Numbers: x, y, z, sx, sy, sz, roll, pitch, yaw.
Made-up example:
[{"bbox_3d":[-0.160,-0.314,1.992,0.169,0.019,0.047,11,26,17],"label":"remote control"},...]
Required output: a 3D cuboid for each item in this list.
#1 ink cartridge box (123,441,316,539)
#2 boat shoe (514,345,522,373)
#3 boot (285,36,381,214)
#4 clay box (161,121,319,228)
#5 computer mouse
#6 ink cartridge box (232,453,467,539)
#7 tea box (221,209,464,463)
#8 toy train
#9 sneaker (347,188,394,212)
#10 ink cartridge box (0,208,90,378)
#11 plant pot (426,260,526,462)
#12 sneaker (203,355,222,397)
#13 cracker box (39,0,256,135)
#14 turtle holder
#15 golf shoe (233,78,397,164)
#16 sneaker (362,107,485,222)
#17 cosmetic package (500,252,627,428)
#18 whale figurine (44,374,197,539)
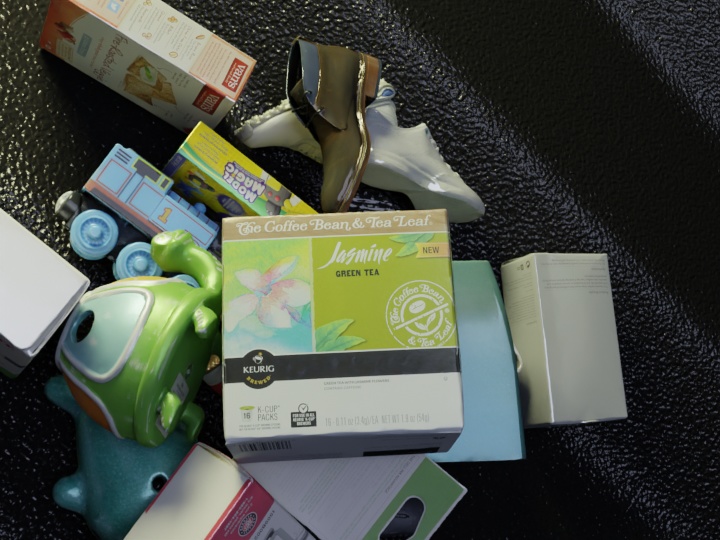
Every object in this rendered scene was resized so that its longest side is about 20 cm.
[{"bbox_3d":[-0.123,0.274,0.934,0.147,0.082,0.200,-54,141,-18],"label":"ink cartridge box"},{"bbox_3d":[0.112,0.047,1.159,0.072,0.066,0.201,-38,96,-25],"label":"boat shoe"},{"bbox_3d":[-0.042,-0.150,1.052,0.096,0.075,0.201,19,63,-21],"label":"boot"},{"bbox_3d":[-0.113,-0.060,1.054,0.200,0.115,0.048,39,66,-12],"label":"clay box"},{"bbox_3d":[-0.005,0.257,1.081,0.199,0.034,0.059,8,77,-22],"label":"computer mouse"},{"bbox_3d":[-0.010,0.192,0.984,0.200,0.048,0.146,38,107,8],"label":"ink cartridge box"},{"bbox_3d":[-0.019,0.061,0.897,0.198,0.134,0.198,-3,72,-2],"label":"tea box"},{"bbox_3d":[-0.204,-0.031,1.016,0.200,0.087,0.115,37,79,-12],"label":"toy train"},{"bbox_3d":[0.000,0.000,1.121,0.066,0.091,0.201,8,50,-6],"label":"sneaker"},{"bbox_3d":[-0.332,0.013,0.894,0.145,0.200,0.084,40,66,-12],"label":"ink cartridge box"},{"bbox_3d":[0.089,0.093,1.066,0.140,0.141,0.202,-1,85,-3],"label":"plant pot"},{"bbox_3d":[-0.060,0.077,1.038,0.200,0.071,0.113,-37,114,9],"label":"sneaker"},{"bbox_3d":[-0.219,-0.221,1.030,0.199,0.134,0.058,29,69,-15],"label":"cracker box"},{"bbox_3d":[-0.191,0.058,0.910,0.131,0.141,0.187,19,97,9],"label":"turtle holder"},{"bbox_3d":[-0.040,-0.150,1.131,0.199,0.078,0.098,-16,92,-25],"label":"golf shoe"},{"bbox_3d":[0.075,-0.121,1.154,0.199,0.075,0.089,26,62,-39],"label":"sneaker"},{"bbox_3d":[0.240,0.084,1.202,0.112,0.081,0.202,2,80,-23],"label":"cosmetic package"},{"bbox_3d":[-0.220,0.173,0.964,0.159,0.104,0.201,-29,90,-26],"label":"whale figurine"}]
